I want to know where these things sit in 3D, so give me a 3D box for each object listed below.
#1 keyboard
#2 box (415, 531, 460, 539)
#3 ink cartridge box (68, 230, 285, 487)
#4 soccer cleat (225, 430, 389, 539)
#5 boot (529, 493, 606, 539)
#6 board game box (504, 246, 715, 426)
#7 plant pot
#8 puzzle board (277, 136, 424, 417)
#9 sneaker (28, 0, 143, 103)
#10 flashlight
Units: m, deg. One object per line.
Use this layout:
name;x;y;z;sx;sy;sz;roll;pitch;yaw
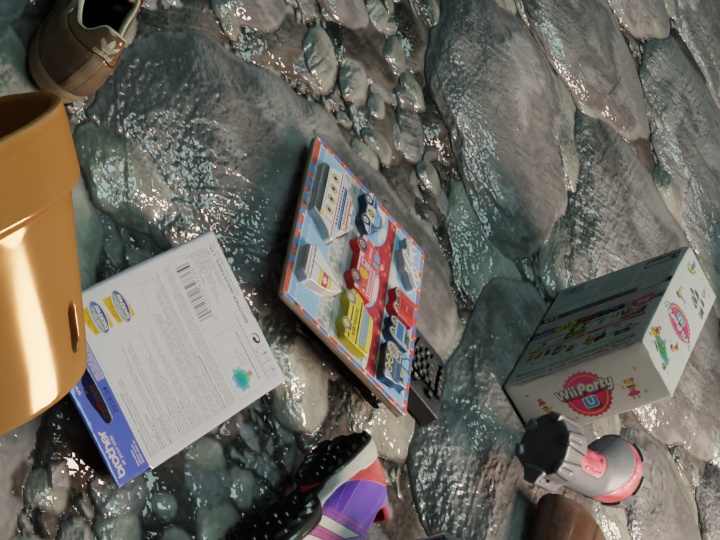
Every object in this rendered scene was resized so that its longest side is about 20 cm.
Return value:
keyboard;0.003;0.046;1.196;0.200;0.021;0.127;50;35;-21
box;0.067;0.308;1.034;0.148;0.107;0.201;33;44;-40
ink cartridge box;-0.135;0.057;0.974;0.120;0.042;0.200;64;30;-3
soccer cleat;-0.033;0.183;1.017;0.200;0.068;0.074;-41;111;-57
boot;0.197;0.308;1.266;0.187;0.064;0.200;52;31;-17
board game box;0.237;0.065;1.398;0.065;0.147;0.200;60;33;-12
plant pot;-0.227;0.008;0.758;0.200;0.199;0.141;-44;123;-56
puzzle board;0.000;0.000;1.193;0.151;0.017;0.201;47;30;-28
sneaker;-0.176;-0.205;1.052;0.070;0.075;0.201;35;44;-37
flashlight;0.200;0.166;1.320;0.200;0.068;0.068;33;31;-57
